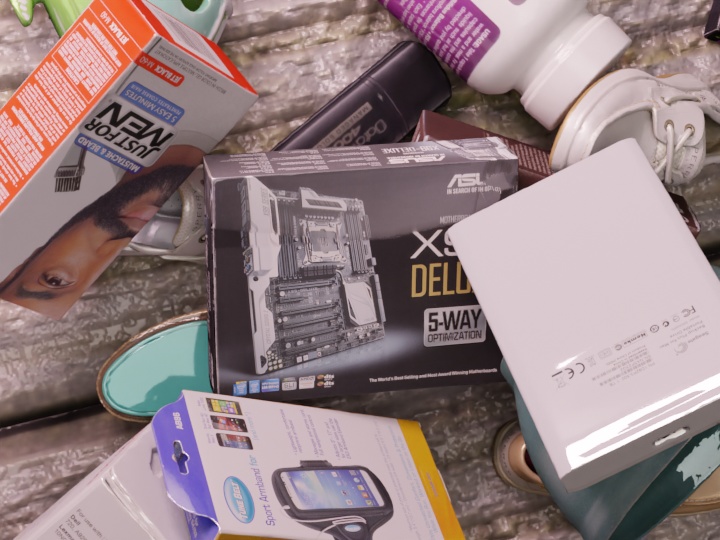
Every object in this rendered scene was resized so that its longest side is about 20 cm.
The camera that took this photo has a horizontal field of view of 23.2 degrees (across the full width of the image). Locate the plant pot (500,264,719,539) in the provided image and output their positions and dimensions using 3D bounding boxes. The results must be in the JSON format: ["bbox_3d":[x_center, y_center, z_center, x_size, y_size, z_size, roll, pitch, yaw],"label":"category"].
[{"bbox_3d":[0.175,0.067,1.115,0.200,0.200,0.134,-44,71,-6],"label":"plant pot"}]

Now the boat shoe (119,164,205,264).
[{"bbox_3d":[-0.115,-0.037,1.196,0.199,0.069,0.071,-4,89,-6],"label":"boat shoe"}]

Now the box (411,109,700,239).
[{"bbox_3d":[0.119,-0.027,1.208,0.200,0.075,0.100,18,111,-7],"label":"box"}]

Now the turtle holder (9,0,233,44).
[{"bbox_3d":[-0.167,-0.196,1.159,0.132,0.141,0.186,-25,91,-5],"label":"turtle holder"}]

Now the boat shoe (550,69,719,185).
[{"bbox_3d":[0.200,-0.090,1.169,0.069,0.200,0.071,37,122,26],"label":"boat shoe"}]

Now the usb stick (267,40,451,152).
[{"bbox_3d":[-0.014,-0.087,1.199,0.200,0.033,0.056,-42,104,-26],"label":"usb stick"}]

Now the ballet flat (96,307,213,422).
[{"bbox_3d":[-0.084,0.049,1.200,0.200,0.065,0.071,-21,96,-5],"label":"ballet flat"}]

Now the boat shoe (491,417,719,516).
[{"bbox_3d":[0.195,0.138,1.226,0.199,0.069,0.074,2,88,-6],"label":"boat shoe"}]

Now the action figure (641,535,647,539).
[{"bbox_3d":[0.197,0.249,1.184,0.200,0.149,0.134,1,98,-38],"label":"action figure"}]

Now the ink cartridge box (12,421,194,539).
[{"bbox_3d":[-0.183,0.195,1.112,0.200,0.145,0.084,-40,93,15],"label":"ink cartridge box"}]

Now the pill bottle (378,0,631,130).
[{"bbox_3d":[0.085,-0.192,1.193,0.200,0.112,0.112,44,84,4],"label":"pill bottle"}]

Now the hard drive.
[{"bbox_3d":[0.143,0.021,1.036,0.132,0.026,0.200,-27,48,5],"label":"hard drive"}]

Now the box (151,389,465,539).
[{"bbox_3d":[-0.038,0.137,1.099,0.200,0.119,0.042,9,128,-26],"label":"box"}]

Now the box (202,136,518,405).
[{"bbox_3d":[0.000,0.000,1.135,0.200,0.050,0.158,-4,113,-12],"label":"box"}]

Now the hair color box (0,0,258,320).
[{"bbox_3d":[-0.172,-0.070,1.092,0.200,0.111,0.064,-46,57,12],"label":"hair color box"}]

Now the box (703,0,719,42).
[{"bbox_3d":[0.364,-0.211,1.274,0.200,0.036,0.143,15,86,-7],"label":"box"}]
